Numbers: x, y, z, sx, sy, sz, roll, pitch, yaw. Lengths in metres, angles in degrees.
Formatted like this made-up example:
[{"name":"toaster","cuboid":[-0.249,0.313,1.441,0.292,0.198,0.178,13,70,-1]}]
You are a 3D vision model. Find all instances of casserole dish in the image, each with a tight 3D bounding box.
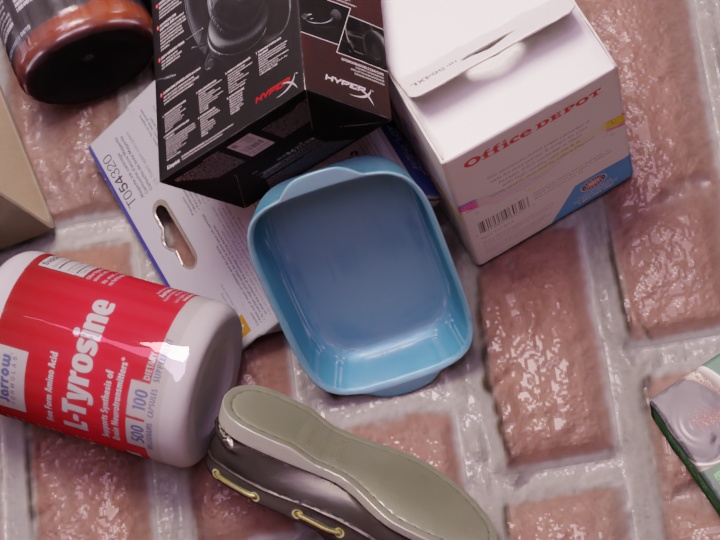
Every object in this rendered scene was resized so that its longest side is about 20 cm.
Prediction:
[{"name":"casserole dish","cuboid":[0.000,0.000,1.515,0.120,0.201,0.039,-18,41,7]}]

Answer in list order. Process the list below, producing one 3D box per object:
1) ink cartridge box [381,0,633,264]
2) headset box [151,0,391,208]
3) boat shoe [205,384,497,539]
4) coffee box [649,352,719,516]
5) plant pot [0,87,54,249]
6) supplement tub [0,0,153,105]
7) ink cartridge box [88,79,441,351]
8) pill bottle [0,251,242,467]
[{"name":"ink cartridge box","cuboid":[0.089,-0.118,1.526,0.128,0.200,0.126,-29,66,-3]},{"name":"headset box","cuboid":[-0.062,-0.164,1.491,0.148,0.077,0.201,-29,56,41]},{"name":"boat shoe","cuboid":[-0.007,0.146,1.519,0.200,0.061,0.072,29,31,9]},{"name":"coffee box","cuboid":[0.299,0.081,1.503,0.199,0.044,0.123,-31,68,-4]},{"name":"plant pot","cuboid":[-0.356,-0.096,1.603,0.176,0.200,0.201,-29,67,10]},{"name":"supplement tub","cuboid":[-0.223,-0.226,1.667,0.106,0.107,0.201,-23,68,0]},{"name":"ink cartridge box","cuboid":[-0.068,-0.067,1.593,0.200,0.043,0.197,-40,70,26]},{"name":"pill bottle","cuboid":[-0.188,0.052,1.553,0.199,0.112,0.113,15,72,14]}]
